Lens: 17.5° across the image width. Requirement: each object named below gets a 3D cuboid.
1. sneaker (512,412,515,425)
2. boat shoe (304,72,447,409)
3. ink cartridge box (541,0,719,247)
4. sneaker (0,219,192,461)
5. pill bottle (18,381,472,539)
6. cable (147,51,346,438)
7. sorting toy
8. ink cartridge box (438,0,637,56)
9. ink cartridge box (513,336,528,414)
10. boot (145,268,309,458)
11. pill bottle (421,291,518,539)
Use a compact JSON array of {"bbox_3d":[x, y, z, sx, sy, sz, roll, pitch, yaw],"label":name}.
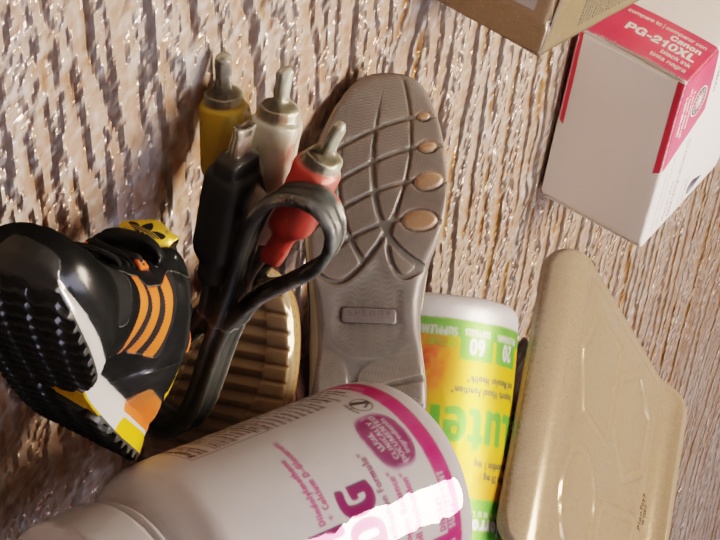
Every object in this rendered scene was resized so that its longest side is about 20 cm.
[{"bbox_3d":[0.110,0.154,1.492,0.079,0.075,0.201,-43,145,-22],"label":"sneaker"},{"bbox_3d":[0.000,0.000,1.204,0.073,0.074,0.202,156,-59,-80],"label":"boat shoe"},{"bbox_3d":[0.215,-0.136,1.570,0.200,0.084,0.146,-44,155,-40],"label":"ink cartridge box"},{"bbox_3d":[-0.112,0.007,0.981,0.091,0.070,0.200,-62,166,-18],"label":"sneaker"},{"bbox_3d":[-0.053,0.129,1.059,0.199,0.113,0.114,-19,136,-42],"label":"pill bottle"},{"bbox_3d":[-0.051,0.003,1.076,0.050,0.097,0.201,-31,146,-44],"label":"cable"},{"bbox_3d":[0.133,0.112,1.369,0.200,0.036,0.187,47,48,-50],"label":"sorting toy"},{"bbox_3d":[0.130,-0.233,1.241,0.164,0.075,0.201,-30,144,-54],"label":"ink cartridge box"},{"bbox_3d":[0.024,0.137,1.461,0.200,0.083,0.176,-53,158,-25],"label":"ink cartridge box"},{"bbox_3d":[-0.059,0.067,1.223,0.166,0.072,0.202,-50,159,-66],"label":"boot"},{"bbox_3d":[0.027,0.117,1.296,0.111,0.110,0.202,26,68,-71],"label":"pill bottle"}]
